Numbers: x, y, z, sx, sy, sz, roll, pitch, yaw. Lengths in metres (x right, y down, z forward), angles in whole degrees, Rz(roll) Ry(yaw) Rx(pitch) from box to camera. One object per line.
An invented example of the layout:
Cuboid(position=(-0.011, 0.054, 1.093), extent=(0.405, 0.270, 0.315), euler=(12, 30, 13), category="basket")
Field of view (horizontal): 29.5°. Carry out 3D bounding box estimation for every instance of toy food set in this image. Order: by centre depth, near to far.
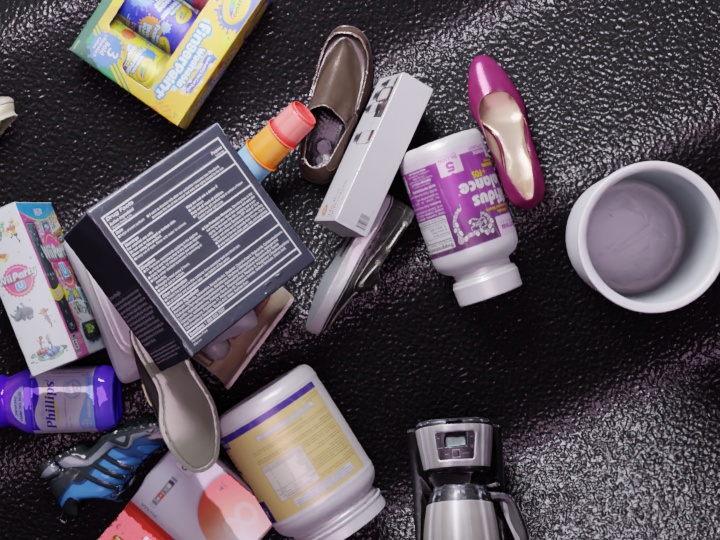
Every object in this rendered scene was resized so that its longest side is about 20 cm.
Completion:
Cuboid(position=(-0.203, 0.034, 1.720), extent=(0.200, 0.060, 0.144), euler=(36, 93, 0), category="toy food set")

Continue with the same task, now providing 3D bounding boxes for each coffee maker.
Cuboid(position=(0.112, 0.291, 1.675), extent=(0.134, 0.192, 0.201), euler=(5, 70, -19), category="coffee maker")

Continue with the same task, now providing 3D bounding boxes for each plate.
Cuboid(position=(-0.253, 0.015, 1.685), extent=(0.199, 0.032, 0.201), euler=(-23, 89, 13), category="plate")

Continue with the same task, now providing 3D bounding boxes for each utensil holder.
Cuboid(position=(0.330, -0.041, 1.627), extent=(0.169, 0.200, 0.171), euler=(0, 92, 2), category="utensil holder")

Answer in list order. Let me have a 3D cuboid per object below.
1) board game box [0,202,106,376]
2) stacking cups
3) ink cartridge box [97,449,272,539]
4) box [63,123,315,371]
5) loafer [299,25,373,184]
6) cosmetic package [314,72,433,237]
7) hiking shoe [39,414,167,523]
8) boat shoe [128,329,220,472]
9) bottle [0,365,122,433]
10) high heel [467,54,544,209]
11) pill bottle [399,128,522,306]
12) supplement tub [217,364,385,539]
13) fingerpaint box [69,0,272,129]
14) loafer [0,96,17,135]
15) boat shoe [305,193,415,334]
Cuboid(position=(-0.391, 0.019, 1.684), extent=(0.064, 0.148, 0.201), euler=(-23, 91, 5), category="board game box")
Cuboid(position=(-0.137, -0.127, 1.681), extent=(0.200, 0.061, 0.061), euler=(-42, 90, 23), category="stacking cups")
Cuboid(position=(-0.223, 0.329, 1.736), extent=(0.162, 0.050, 0.200), euler=(41, 90, 1), category="ink cartridge box")
Cuboid(position=(-0.198, -0.027, 1.583), extent=(0.200, 0.123, 0.199), euler=(-38, 96, -29), category="box")
Cuboid(position=(-0.029, -0.206, 1.700), extent=(0.073, 0.071, 0.201), euler=(11, 92, 2), category="loafer")
Cuboid(position=(0.015, -0.140, 1.674), extent=(0.050, 0.082, 0.201), euler=(27, 82, -17), category="cosmetic package")
Cuboid(position=(-0.303, 0.244, 1.730), extent=(0.199, 0.074, 0.087), euler=(-23, 93, 14), category="hiking shoe")
Cuboid(position=(-0.222, 0.144, 1.646), extent=(0.071, 0.061, 0.202), euler=(-21, 93, -14), category="boat shoe")
Cuboid(position=(-0.404, 0.163, 1.730), extent=(0.199, 0.065, 0.084), euler=(-1, 96, 2), category="bottle")
Cuboid(position=(0.182, -0.173, 1.680), extent=(0.067, 0.096, 0.201), euler=(-22, 91, 3), category="high heel")
Cuboid(position=(0.127, -0.063, 1.678), extent=(0.112, 0.112, 0.201), euler=(-20, 91, 3), category="pill bottle")
Cuboid(position=(-0.072, 0.234, 1.679), extent=(0.145, 0.145, 0.201), euler=(-32, 90, 3), category="supplement tub")
Cuboid(position=(-0.234, -0.306, 1.704), extent=(0.166, 0.073, 0.200), euler=(35, 93, 1), category="fingerpaint box")
Cuboid(position=(-0.495, -0.136, 1.724), extent=(0.068, 0.076, 0.200), euler=(45, 102, -1), category="loafer")
Cuboid(position=(0.000, 0.000, 1.705), extent=(0.063, 0.071, 0.201), euler=(28, 101, -13), category="boat shoe")
